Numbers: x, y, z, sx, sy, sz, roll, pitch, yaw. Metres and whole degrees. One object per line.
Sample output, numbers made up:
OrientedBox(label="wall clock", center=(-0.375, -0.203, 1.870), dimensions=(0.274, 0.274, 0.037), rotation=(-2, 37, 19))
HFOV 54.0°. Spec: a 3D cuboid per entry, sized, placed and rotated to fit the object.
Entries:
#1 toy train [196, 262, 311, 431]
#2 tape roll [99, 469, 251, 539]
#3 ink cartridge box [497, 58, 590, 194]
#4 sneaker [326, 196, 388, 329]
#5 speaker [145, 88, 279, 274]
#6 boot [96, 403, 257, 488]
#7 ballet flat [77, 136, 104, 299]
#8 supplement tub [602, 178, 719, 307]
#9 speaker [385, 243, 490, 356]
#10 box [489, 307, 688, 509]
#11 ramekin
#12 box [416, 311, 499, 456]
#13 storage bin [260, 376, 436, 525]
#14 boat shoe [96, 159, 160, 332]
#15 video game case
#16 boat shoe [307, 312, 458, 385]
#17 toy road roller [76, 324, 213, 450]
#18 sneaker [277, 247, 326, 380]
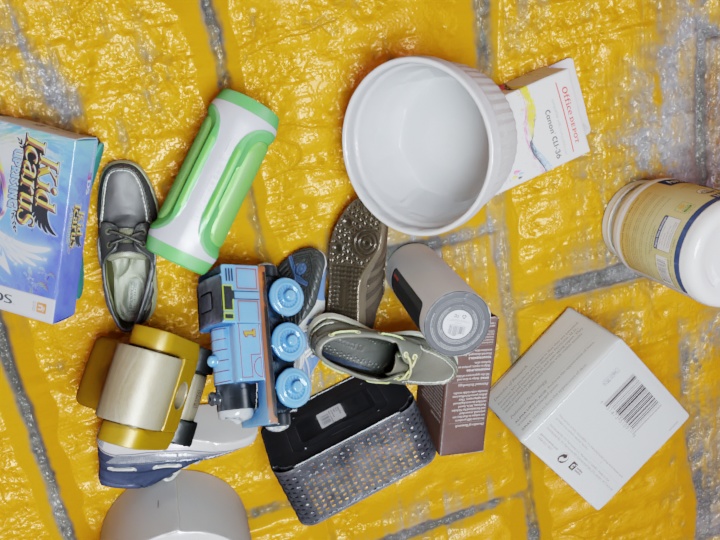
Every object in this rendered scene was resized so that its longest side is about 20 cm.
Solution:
OrientedBox(label="toy train", center=(-0.126, 0.087, 0.819), dimensions=(0.114, 0.087, 0.201), rotation=(3, 75, -35))
OrientedBox(label="tape roll", center=(-0.239, 0.384, 0.920), dimensions=(0.202, 0.139, 0.203), rotation=(-5, 109, -15))
OrientedBox(label="ink cartridge box", center=(0.218, -0.188, 0.918), dimensions=(0.200, 0.067, 0.117), rotation=(-26, 112, -7))
OrientedBox(label="sneaker", center=(0.000, 0.000, 0.919), dimensions=(0.070, 0.075, 0.201), rotation=(17, 100, 23))
OrientedBox(label="speaker", center=(-0.168, -0.100, 0.805), dimensions=(0.088, 0.088, 0.200), rotation=(26, 87, -22))
OrientedBox(label="boot", center=(-0.238, 0.232, 0.920), dimensions=(0.199, 0.073, 0.091), rotation=(3, 124, -19))
OrientedBox(label="ballet flat", center=(-0.342, -0.058, 0.794), dimensions=(0.075, 0.068, 0.201), rotation=(12, 107, -10))
OrientedBox(label="supplement tub", center=(0.437, -0.046, 0.956), dimensions=(0.144, 0.200, 0.145), rotation=(-5, 108, -15))
OrientedBox(label="speaker", center=(0.091, 0.030, 0.876), dimensions=(0.081, 0.200, 0.081), rotation=(-3, 109, -10))
OrientedBox(label="box", center=(0.328, 0.201, 1.038), dimensions=(0.200, 0.131, 0.199), rotation=(-47, 114, 2))
OrientedBox(label="ramekin", center=(0.087, -0.150, 0.826), dimensions=(0.105, 0.200, 0.201), rotation=(-27, 119, -50))
OrientedBox(label="box", center=(0.130, 0.142, 0.977), dimensions=(0.075, 0.100, 0.201), rotation=(0, 107, -17))
OrientedBox(label="storage bin", center=(-0.018, 0.225, 0.937), dimensions=(0.200, 0.135, 0.094), rotation=(-25, 113, -8))
OrientedBox(label="boat shoe", center=(-0.268, -0.025, 0.822), dimensions=(0.072, 0.066, 0.202), rotation=(-2, 107, -14))
OrientedBox(label="video game case", center=(-0.383, -0.063, 0.748), dimensions=(0.181, 0.045, 0.201), rotation=(14, 104, 6))
OrientedBox(label="boat shoe", center=(0.033, 0.108, 0.869), dimensions=(0.201, 0.060, 0.072), rotation=(16, 107, -15))
OrientedBox(label="toy road roller", center=(-0.264, 0.128, 0.809), dimensions=(0.146, 0.200, 0.123), rotation=(13, 78, 8))
OrientedBox(label="sneaker", center=(-0.082, 0.068, 0.916), dimensions=(0.077, 0.076, 0.201), rotation=(10, 97, -58))
